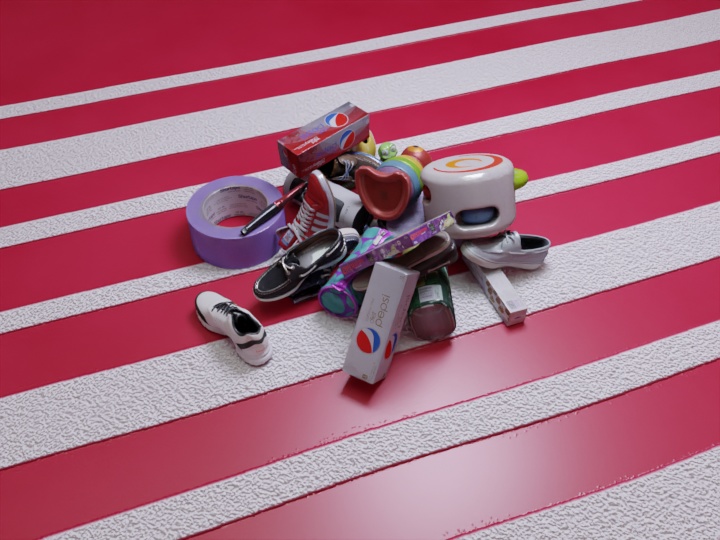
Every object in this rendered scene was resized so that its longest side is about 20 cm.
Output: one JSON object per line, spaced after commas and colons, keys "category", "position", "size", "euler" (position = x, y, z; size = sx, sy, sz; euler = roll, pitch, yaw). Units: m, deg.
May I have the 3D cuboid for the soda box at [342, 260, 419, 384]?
{"category": "soda box", "position": [0.034, 0.087, 1.274], "size": [0.063, 0.201, 0.068], "euler": [20, 11, 20]}

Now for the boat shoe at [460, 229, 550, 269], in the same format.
{"category": "boat shoe", "position": [0.287, -0.050, 1.454], "size": [0.200, 0.072, 0.070], "euler": [3, 40, -30]}

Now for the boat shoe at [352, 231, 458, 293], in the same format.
{"category": "boat shoe", "position": [0.083, 0.001, 1.336], "size": [0.199, 0.057, 0.067], "euler": [-27, 36, 13]}

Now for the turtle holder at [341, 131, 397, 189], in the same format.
{"category": "turtle holder", "position": [-0.024, -0.267, 1.673], "size": [0.141, 0.132, 0.185], "euler": [-30, 52, -27]}

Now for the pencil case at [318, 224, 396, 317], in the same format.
{"category": "pencil case", "position": [0.000, 0.000, 1.434], "size": [0.085, 0.093, 0.200], "euler": [26, 51, 12]}

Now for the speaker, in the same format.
{"category": "speaker", "position": [-0.067, -0.149, 1.592], "size": [0.200, 0.081, 0.081], "euler": [31, 52, 26]}

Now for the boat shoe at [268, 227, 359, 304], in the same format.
{"category": "boat shoe", "position": [-0.074, -0.005, 1.463], "size": [0.199, 0.075, 0.093], "euler": [-27, 57, -15]}

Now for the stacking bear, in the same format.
{"category": "stacking bear", "position": [0.088, -0.196, 1.552], "size": [0.121, 0.114, 0.200], "euler": [12, 35, 25]}

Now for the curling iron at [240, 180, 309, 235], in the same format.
{"category": "curling iron", "position": [-0.159, -0.127, 1.488], "size": [0.200, 0.026, 0.050], "euler": [-34, 51, -29]}

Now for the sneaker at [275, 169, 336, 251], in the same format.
{"category": "sneaker", "position": [-0.111, -0.100, 1.459], "size": [0.112, 0.201, 0.071], "euler": [-22, 50, -18]}

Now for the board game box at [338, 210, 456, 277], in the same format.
{"category": "board game box", "position": [0.062, -0.045, 1.312], "size": [0.120, 0.200, 0.032], "euler": [-34, 97, -40]}

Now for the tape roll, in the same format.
{"category": "tape roll", "position": [-0.255, -0.102, 1.542], "size": [0.199, 0.085, 0.201], "euler": [0, 45, 0]}

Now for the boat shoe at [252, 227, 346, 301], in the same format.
{"category": "boat shoe", "position": [-0.115, -0.013, 1.389], "size": [0.199, 0.060, 0.074], "euler": [-28, 63, -8]}

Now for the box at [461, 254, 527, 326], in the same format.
{"category": "box", "position": [0.259, 0.022, 1.449], "size": [0.041, 0.039, 0.200], "euler": [-13, 46, -17]}

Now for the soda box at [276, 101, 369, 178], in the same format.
{"category": "soda box", "position": [-0.073, -0.273, 1.546], "size": [0.200, 0.064, 0.070], "euler": [-35, 55, -26]}

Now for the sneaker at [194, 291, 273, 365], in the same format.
{"category": "sneaker", "position": [-0.232, 0.086, 1.358], "size": [0.200, 0.080, 0.074], "euler": [33, 55, 30]}

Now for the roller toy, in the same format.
{"category": "roller toy", "position": [0.209, -0.141, 1.454], "size": [0.199, 0.140, 0.182], "euler": [12, 28, 41]}

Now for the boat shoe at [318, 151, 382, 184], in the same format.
{"category": "boat shoe", "position": [-0.042, -0.219, 1.595], "size": [0.199, 0.073, 0.072], "euler": [13, 21, 7]}

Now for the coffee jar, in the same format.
{"category": "coffee jar", "position": [0.125, 0.024, 1.400], "size": [0.085, 0.105, 0.201], "euler": [-12, 44, 10]}

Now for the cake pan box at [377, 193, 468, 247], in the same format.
{"category": "cake pan box", "position": [0.136, -0.120, 1.585], "size": [0.199, 0.052, 0.185], "euler": [-6, 43, -7]}
